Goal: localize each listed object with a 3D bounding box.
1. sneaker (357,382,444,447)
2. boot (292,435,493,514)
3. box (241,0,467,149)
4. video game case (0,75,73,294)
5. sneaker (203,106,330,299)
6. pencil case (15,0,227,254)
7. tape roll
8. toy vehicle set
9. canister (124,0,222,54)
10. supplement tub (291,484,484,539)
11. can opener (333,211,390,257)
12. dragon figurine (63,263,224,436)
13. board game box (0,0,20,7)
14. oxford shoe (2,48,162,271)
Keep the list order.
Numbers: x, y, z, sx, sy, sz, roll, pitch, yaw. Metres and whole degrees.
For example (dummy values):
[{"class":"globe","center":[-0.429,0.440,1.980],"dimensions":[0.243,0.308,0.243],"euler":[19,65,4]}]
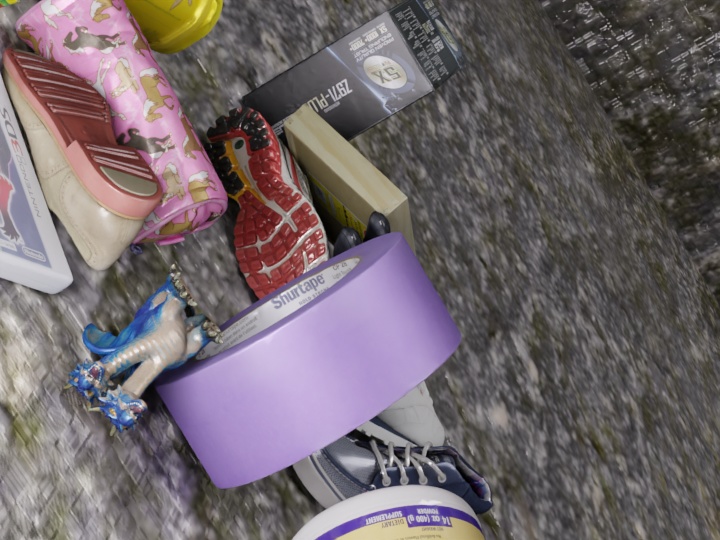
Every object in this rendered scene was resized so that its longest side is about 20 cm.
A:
[{"class":"sneaker","center":[0.025,0.102,1.734],"dimensions":[0.076,0.081,0.200],"euler":[22,-7,30]},{"class":"boot","center":[0.023,0.154,1.663],"dimensions":[0.200,0.090,0.073],"euler":[40,27,-50]},{"class":"box","center":[-0.002,-0.180,1.996],"dimensions":[0.086,0.163,0.200],"euler":[59,16,-5]},{"class":"video game case","center":[-0.265,-0.085,1.325],"dimensions":[0.200,0.023,0.183],"euler":[24,40,-63]},{"class":"sneaker","center":[-0.061,-0.042,1.753],"dimensions":[0.082,0.078,0.201],"euler":[38,29,-56]},{"class":"pencil case","center":[-0.172,-0.113,1.527],"dimensions":[0.201,0.086,0.083],"euler":[63,14,6]},{"class":"tape roll","center":[-0.036,0.060,1.453],"dimensions":[0.085,0.200,0.200],"euler":[58,17,-7]},{"class":"toy vehicle set","center":[-0.005,-0.052,1.820],"dimensions":[0.124,0.026,0.200],"euler":[44,-13,19]},{"class":"canister","center":[-0.206,-0.269,1.679],"dimensions":[0.200,0.086,0.149],"euler":[24,40,-61]},{"class":"supplement tub","center":[0.035,0.263,1.431],"dimensions":[0.145,0.145,0.201],"euler":[39,27,-51]},{"class":"can opener","center":[0.000,0.000,1.767],"dimensions":[0.079,0.063,0.200],"euler":[49,-22,16]},{"class":"dragon figurine","center":[-0.145,0.050,1.393],"dimensions":[0.059,0.099,0.200],"euler":[56,-2,-12]},{"class":"board game box","center":[-0.277,-0.307,1.468],"dimensions":[0.200,0.057,0.166],"euler":[52,48,-30]},{"class":"oxford shoe","center":[-0.205,-0.079,1.435],"dimensions":[0.070,0.075,0.200],"euler":[11,30,-38]}]
